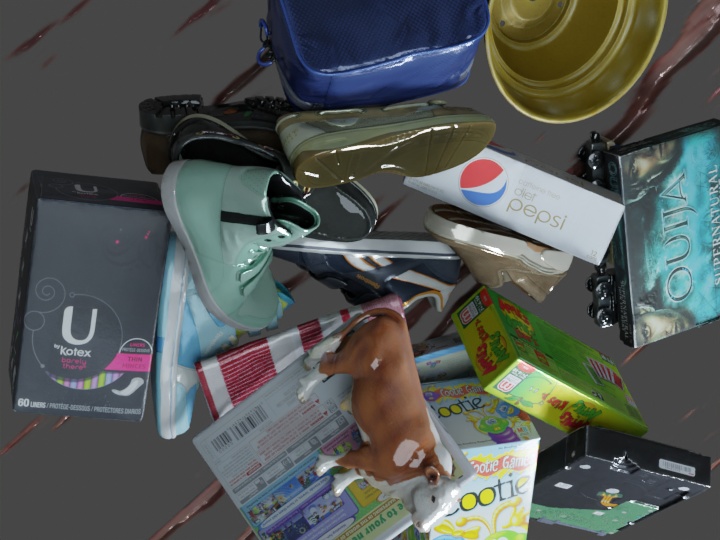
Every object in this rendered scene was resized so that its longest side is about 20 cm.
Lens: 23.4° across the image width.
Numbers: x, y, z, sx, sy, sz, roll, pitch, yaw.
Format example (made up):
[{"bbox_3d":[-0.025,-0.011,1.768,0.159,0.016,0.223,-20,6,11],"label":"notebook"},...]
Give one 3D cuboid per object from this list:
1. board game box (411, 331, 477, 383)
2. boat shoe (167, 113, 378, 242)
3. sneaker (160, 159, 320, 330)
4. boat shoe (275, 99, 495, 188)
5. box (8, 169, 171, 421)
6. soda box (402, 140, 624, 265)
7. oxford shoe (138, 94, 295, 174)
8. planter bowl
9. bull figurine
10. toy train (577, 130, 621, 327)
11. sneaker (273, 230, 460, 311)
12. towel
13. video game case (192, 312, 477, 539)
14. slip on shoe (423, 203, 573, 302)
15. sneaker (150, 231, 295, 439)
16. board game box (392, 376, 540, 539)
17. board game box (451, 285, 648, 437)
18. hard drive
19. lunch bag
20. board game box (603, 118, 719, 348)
[{"bbox_3d":[0.029,0.149,1.714,0.200,0.034,0.135,-15,110,-8],"label":"board game box"},{"bbox_3d":[-0.076,-0.071,1.534,0.201,0.063,0.074,25,110,-15],"label":"boat shoe"},{"bbox_3d":[-0.084,-0.013,1.494,0.118,0.074,0.201,4,142,26],"label":"sneaker"},{"bbox_3d":[0.025,-0.122,1.531,0.200,0.063,0.073,-12,148,-23],"label":"boat shoe"},{"bbox_3d":[-0.246,0.022,1.570,0.122,0.106,0.200,5,106,-15],"label":"box"},{"bbox_3d":[0.142,-0.076,1.622,0.200,0.068,0.064,22,102,-2],"label":"soda box"},{"bbox_3d":[-0.100,-0.113,1.584,0.199,0.073,0.085,1,112,-2],"label":"oxford shoe"},{"bbox_3d":[0.176,-0.242,1.584,0.200,0.083,0.201,-13,118,-26],"label":"planter bowl"},{"bbox_3d":[0.016,0.136,1.523,0.121,0.065,0.200,-16,77,16],"label":"bull figurine"},{"bbox_3d":[0.243,-0.041,1.703,0.046,0.034,0.200,-11,110,-14],"label":"toy train"},{"bbox_3d":[0.000,0.000,1.635,0.200,0.078,0.080,5,101,-16],"label":"sneaker"},{"bbox_3d":[-0.044,0.108,1.630,0.200,0.023,0.144,-19,129,-6],"label":"towel"},{"bbox_3d":[-0.025,0.169,1.579,0.200,0.022,0.182,-37,81,9],"label":"video game case"},{"bbox_3d":[0.125,-0.013,1.632,0.200,0.076,0.061,13,107,-52],"label":"slip on shoe"},{"bbox_3d":[-0.129,0.065,1.627,0.130,0.080,0.200,3,108,-13],"label":"sneaker"},{"bbox_3d":[0.099,0.214,1.674,0.105,0.103,0.200,-7,125,-14],"label":"board game box"},{"bbox_3d":[0.182,0.099,1.665,0.200,0.102,0.048,29,116,-38],"label":"board game box"},{"bbox_3d":[0.233,0.209,1.709,0.139,0.200,0.038,15,62,-16],"label":"hard drive"},{"bbox_3d":[0.005,-0.214,1.529,0.200,0.132,0.136,-12,74,-7],"label":"lunch bag"},{"bbox_3d":[0.307,-0.036,1.705,0.135,0.028,0.200,-18,112,-24],"label":"board game box"}]
